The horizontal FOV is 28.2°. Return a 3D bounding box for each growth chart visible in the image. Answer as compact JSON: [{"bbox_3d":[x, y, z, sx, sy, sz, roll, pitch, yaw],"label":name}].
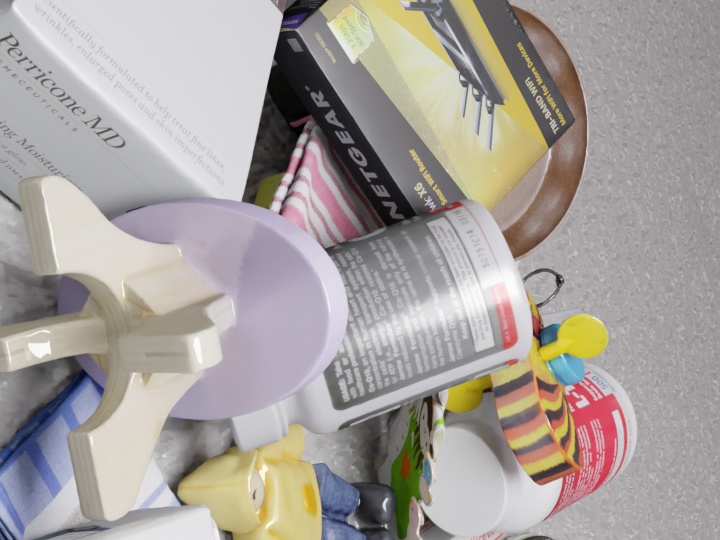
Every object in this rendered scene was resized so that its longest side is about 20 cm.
[{"bbox_3d":[0.042,0.113,1.066,0.145,0.018,0.201,-107,-154,-63],"label":"growth chart"}]

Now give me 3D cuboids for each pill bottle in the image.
[{"bbox_3d":[0.000,0.037,0.929,0.114,0.199,0.114,161,-90,-81],"label":"pill bottle"},{"bbox_3d":[0.131,0.144,1.148,0.200,0.112,0.113,-14,90,-53],"label":"pill bottle"}]

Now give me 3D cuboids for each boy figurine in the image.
[{"bbox_3d":[-0.050,0.157,0.993,0.200,0.064,0.125,34,53,-53],"label":"boy figurine"}]

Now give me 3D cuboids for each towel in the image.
[{"bbox_3d":[0.000,-0.043,1.043,0.146,0.030,0.200,53,41,-34],"label":"towel"},{"bbox_3d":[-0.147,0.172,0.863,0.201,0.024,0.147,65,32,-18],"label":"towel"}]

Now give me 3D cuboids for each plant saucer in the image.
[{"bbox_3d":[0.090,-0.104,1.087,0.200,0.034,0.201,-3,96,-35],"label":"plant saucer"}]

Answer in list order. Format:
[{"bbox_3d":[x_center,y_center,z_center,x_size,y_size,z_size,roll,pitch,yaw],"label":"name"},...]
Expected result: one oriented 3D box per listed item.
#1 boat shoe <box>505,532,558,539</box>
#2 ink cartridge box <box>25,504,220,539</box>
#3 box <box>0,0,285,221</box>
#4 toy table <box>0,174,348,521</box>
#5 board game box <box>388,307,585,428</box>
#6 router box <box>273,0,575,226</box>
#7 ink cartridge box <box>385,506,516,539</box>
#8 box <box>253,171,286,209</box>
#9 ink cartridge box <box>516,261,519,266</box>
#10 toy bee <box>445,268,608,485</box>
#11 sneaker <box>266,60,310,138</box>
[{"bbox_3d":[0.120,0.264,1.099,0.202,0.060,0.072,-38,111,-55],"label":"boat shoe"},{"bbox_3d":[-0.158,0.214,0.737,0.200,0.087,0.146,-10,90,-50],"label":"ink cartridge box"},{"bbox_3d":[-0.162,-0.149,0.863,0.199,0.130,0.201,44,43,-41],"label":"box"},{"bbox_3d":[-0.122,0.031,0.788,0.117,0.199,0.185,-21,93,-55],"label":"toy table"},{"bbox_3d":[0.119,0.090,1.236,0.035,0.126,0.200,51,26,18],"label":"board game box"},{"bbox_3d":[0.045,-0.134,1.002,0.157,0.052,0.200,-46,117,-22],"label":"router box"},{"bbox_3d":[0.083,0.261,1.162,0.116,0.067,0.201,-19,94,-59],"label":"ink cartridge box"},{"bbox_3d":[0.000,0.000,1.126,0.200,0.075,0.050,49,40,-36],"label":"box"},{"bbox_3d":[0.081,-0.054,1.241,0.067,0.115,0.200,51,38,-34],"label":"ink cartridge box"},{"bbox_3d":[0.106,0.055,1.055,0.109,0.131,0.200,44,8,-37],"label":"toy bee"},{"bbox_3d":[-0.015,-0.090,1.138,0.200,0.070,0.100,44,38,-48],"label":"sneaker"}]
